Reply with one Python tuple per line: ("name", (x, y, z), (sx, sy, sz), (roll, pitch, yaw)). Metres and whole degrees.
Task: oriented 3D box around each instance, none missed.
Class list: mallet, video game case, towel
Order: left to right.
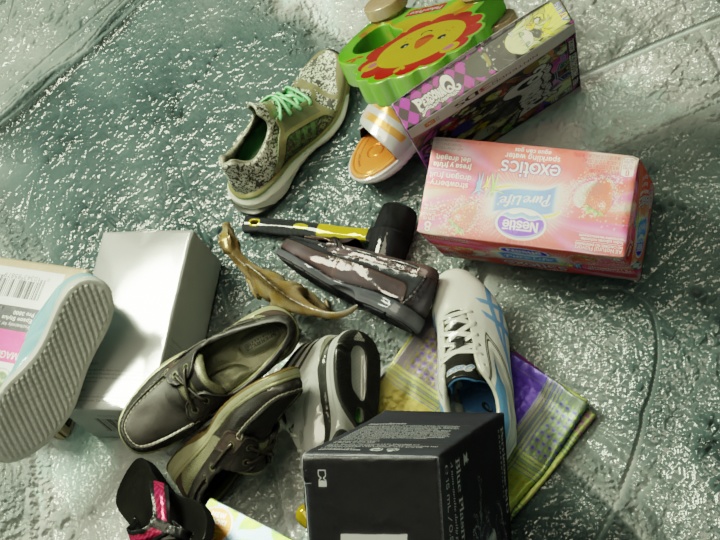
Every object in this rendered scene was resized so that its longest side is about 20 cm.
("mallet", (-0.032, -0.048, 1.551), (0.198, 0.041, 0.066), (14, 69, 33))
("towel", (0.101, 0.129, 1.405), (0.199, 0.023, 0.144), (35, 80, 33))
("video game case", (0.125, -0.169, 1.451), (0.180, 0.200, 0.036), (-32, 77, 3))

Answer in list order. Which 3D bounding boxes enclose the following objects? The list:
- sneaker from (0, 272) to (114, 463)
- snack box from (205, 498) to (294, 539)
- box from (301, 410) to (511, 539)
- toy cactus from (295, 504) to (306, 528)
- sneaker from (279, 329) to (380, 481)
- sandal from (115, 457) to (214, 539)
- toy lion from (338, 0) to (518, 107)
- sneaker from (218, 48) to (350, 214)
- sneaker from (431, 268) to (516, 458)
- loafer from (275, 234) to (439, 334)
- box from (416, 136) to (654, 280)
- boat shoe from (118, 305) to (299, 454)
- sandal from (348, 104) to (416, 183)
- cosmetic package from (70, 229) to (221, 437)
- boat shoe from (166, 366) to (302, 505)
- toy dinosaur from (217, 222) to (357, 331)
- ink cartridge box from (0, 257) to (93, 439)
("sneaker", (-0.304, 0.093, 1.488), (0.201, 0.074, 0.082), (-56, 20, -1))
("snack box", (-0.124, 0.328, 1.374), (0.141, 0.053, 0.202), (21, 72, 29))
("box", (0.045, 0.226, 1.226), (0.116, 0.200, 0.200), (-3, 94, 20))
("toy cactus", (-0.042, 0.271, 1.263), (0.101, 0.165, 0.202), (16, 69, 15))
("sneaker", (-0.037, 0.162, 1.431), (0.115, 0.075, 0.204), (-11, 71, 50))
("sandal", (-0.195, 0.228, 1.417), (0.076, 0.045, 0.199), (-60, 33, -2))
("toy lion", (0.055, -0.221, 1.515), (0.198, 0.069, 0.192), (-4, 34, 42))
("sneaker", (-0.081, -0.158, 1.596), (0.076, 0.089, 0.201), (24, 74, 31))
("sneaker", (0.099, 0.080, 1.376), (0.071, 0.073, 0.202), (-18, 57, 14))
("loafer", (0.000, 0.000, 1.471), (0.199, 0.072, 0.063), (27, 82, 43))
("box", (0.164, -0.058, 1.411), (0.197, 0.103, 0.096), (8, 80, 20))
("boat shoe", (-0.145, 0.099, 1.424), (0.200, 0.066, 0.072), (-34, 85, -5))
("sandal", (0.050, -0.180, 1.561), (0.207, 0.059, 0.079), (-49, 37, -11))
("cosmetic package", (-0.220, 0.063, 1.542), (0.111, 0.081, 0.202), (1, 63, 23))
("boat shoe", (-0.108, 0.160, 1.419), (0.200, 0.073, 0.065), (-46, 67, 40))
("toy dinosaur", (-0.073, 0.027, 1.484), (0.199, 0.101, 0.058), (33, 80, 34))
("ink cartridge box", (-0.376, 0.075, 1.604), (0.197, 0.075, 0.167), (6, 65, 25))
